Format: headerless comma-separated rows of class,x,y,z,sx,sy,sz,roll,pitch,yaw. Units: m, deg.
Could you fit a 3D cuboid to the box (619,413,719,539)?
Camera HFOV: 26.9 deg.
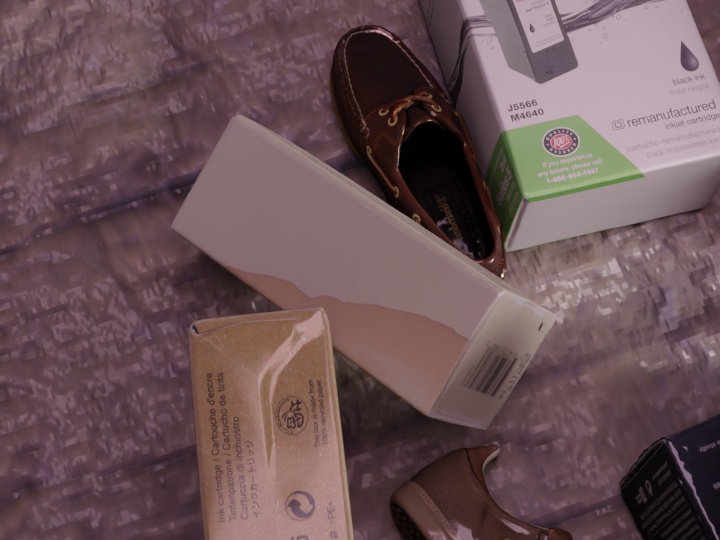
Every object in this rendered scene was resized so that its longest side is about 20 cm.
box,0.258,0.167,0.823,0.147,0.104,0.201,-19,70,-13

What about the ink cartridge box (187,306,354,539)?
ink cartridge box,-0.040,0.142,0.778,0.074,0.165,0.202,-6,67,-3

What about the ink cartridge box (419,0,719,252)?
ink cartridge box,0.133,-0.130,0.949,0.144,0.084,0.202,-13,69,-9

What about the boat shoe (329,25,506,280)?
boat shoe,0.038,-0.074,0.928,0.070,0.070,0.201,-22,69,-12

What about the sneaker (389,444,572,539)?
sneaker,0.102,0.182,0.824,0.075,0.071,0.200,-34,74,-18

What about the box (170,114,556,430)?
box,0.000,0.000,0.844,0.199,0.095,0.078,35,96,29
